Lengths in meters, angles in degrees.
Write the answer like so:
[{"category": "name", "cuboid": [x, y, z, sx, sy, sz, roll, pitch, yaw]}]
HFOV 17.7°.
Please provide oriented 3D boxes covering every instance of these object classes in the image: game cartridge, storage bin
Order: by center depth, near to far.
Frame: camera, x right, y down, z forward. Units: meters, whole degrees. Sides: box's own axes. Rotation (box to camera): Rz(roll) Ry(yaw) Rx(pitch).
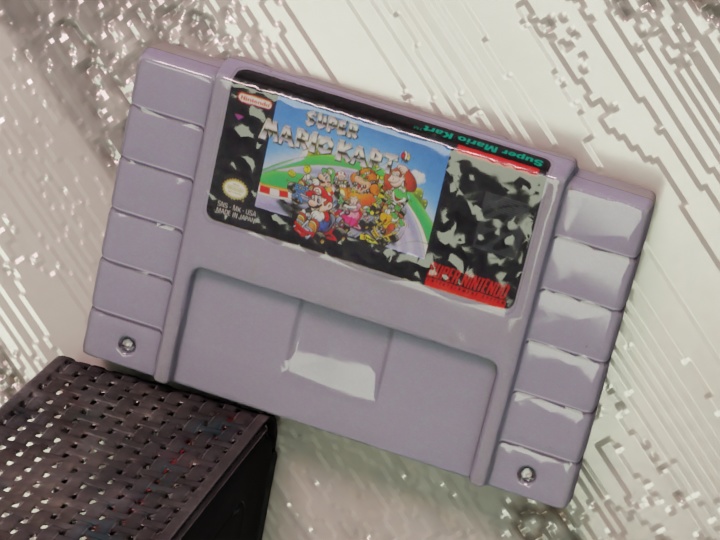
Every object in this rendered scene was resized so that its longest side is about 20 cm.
[{"category": "storage bin", "cuboid": [-0.107, 0.131, 0.842, 0.093, 0.200, 0.136, 15, 111, 10]}, {"category": "game cartridge", "cuboid": [0.000, 0.000, 0.863, 0.198, 0.038, 0.131, 17, 115, 9]}]
